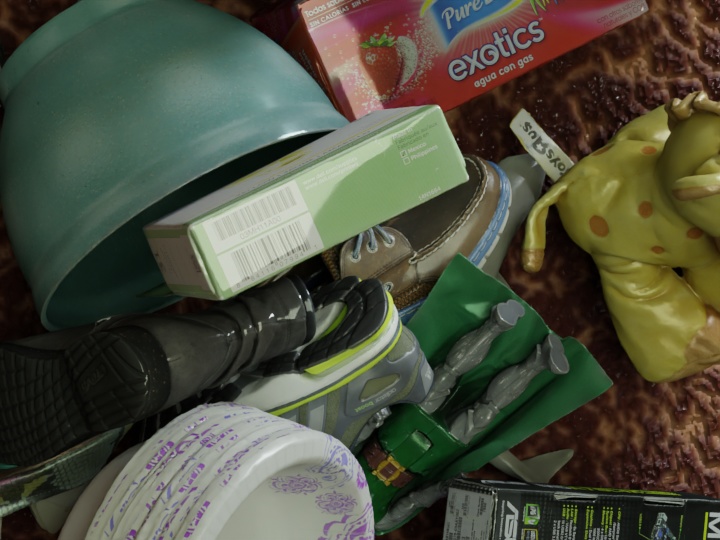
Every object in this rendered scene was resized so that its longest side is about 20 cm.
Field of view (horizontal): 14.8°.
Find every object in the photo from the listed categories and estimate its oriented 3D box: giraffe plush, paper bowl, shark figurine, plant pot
[{"bbox_3d":[0.205,-0.045,1.603,0.200,0.162,0.173,33,61,-23],"label":"giraffe plush"},{"bbox_3d":[-0.088,0.167,1.457,0.201,0.104,0.201,-34,133,-46],"label":"paper bowl"},{"bbox_3d":[0.071,0.044,1.625,0.128,0.089,0.215,-9,92,-17],"label":"shark figurine"},{"bbox_3d":[-0.117,-0.075,1.518,0.200,0.200,0.134,-27,76,-16],"label":"plant pot"}]

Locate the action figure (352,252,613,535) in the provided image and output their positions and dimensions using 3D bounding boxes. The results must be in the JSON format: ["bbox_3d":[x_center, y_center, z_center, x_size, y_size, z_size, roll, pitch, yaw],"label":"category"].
[{"bbox_3d":[0.034,0.094,1.588,0.118,0.055,0.200,41,117,-8],"label":"action figure"}]

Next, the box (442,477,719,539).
[{"bbox_3d":[0.124,0.223,1.588,0.193,0.047,0.200,6,90,-41],"label":"box"}]

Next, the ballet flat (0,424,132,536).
[{"bbox_3d":[-0.207,0.125,1.551,0.200,0.069,0.071,-25,117,-12],"label":"ballet flat"}]

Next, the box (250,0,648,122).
[{"bbox_3d":[0.050,-0.149,1.606,0.200,0.100,0.096,-27,99,-16],"label":"box"}]

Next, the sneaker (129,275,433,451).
[{"bbox_3d":[-0.047,0.081,1.541,0.200,0.074,0.081,-27,124,27],"label":"sneaker"}]

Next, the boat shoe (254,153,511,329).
[{"bbox_3d":[0.000,0.000,1.581,0.200,0.072,0.072,-44,135,-2],"label":"boat shoe"}]

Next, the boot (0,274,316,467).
[{"bbox_3d":[-0.119,0.052,1.490,0.132,0.200,0.070,-20,99,-39],"label":"boot"}]

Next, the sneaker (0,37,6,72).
[{"bbox_3d":[-0.233,-0.135,1.535,0.086,0.080,0.200,17,94,-30],"label":"sneaker"}]

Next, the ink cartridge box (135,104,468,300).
[{"bbox_3d":[-0.043,-0.034,1.447,0.145,0.200,0.048,-27,99,-16],"label":"ink cartridge box"}]
